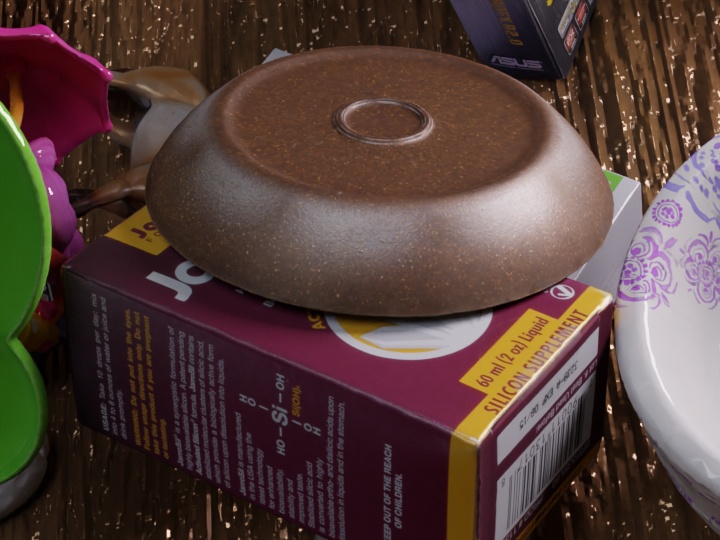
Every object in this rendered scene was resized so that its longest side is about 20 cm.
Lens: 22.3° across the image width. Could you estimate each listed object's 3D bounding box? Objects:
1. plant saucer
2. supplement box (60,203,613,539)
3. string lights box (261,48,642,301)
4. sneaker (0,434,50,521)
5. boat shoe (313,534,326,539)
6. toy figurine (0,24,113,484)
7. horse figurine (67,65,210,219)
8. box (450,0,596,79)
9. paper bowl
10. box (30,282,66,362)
[{"bbox_3d":[0.009,-0.049,0.767,0.199,0.037,0.201,2,32,-2],"label":"plant saucer"},{"bbox_3d":[-0.011,0.037,0.747,0.199,0.086,0.110,21,41,27],"label":"supplement box"},{"bbox_3d":[0.019,-0.021,0.845,0.199,0.059,0.103,23,59,24],"label":"string lights box"},{"bbox_3d":[-0.256,0.116,0.896,0.200,0.092,0.076,-38,51,-2],"label":"sneaker"},{"bbox_3d":[0.010,0.113,0.796,0.200,0.071,0.069,35,87,39],"label":"boat shoe"},{"bbox_3d":[-0.162,-0.032,0.811,0.150,0.201,0.184,-15,16,20],"label":"toy figurine"},{"bbox_3d":[-0.118,-0.062,0.956,0.132,0.050,0.200,-2,37,-5],"label":"horse figurine"},{"bbox_3d":[0.092,-0.223,0.912,0.048,0.159,0.201,9,63,29],"label":"box"},{"bbox_3d":[0.210,0.031,0.729,0.200,0.104,0.201,-12,55,17],"label":"paper bowl"},{"bbox_3d":[-0.271,-0.045,0.925,0.123,0.200,0.199,-36,50,19],"label":"box"}]
